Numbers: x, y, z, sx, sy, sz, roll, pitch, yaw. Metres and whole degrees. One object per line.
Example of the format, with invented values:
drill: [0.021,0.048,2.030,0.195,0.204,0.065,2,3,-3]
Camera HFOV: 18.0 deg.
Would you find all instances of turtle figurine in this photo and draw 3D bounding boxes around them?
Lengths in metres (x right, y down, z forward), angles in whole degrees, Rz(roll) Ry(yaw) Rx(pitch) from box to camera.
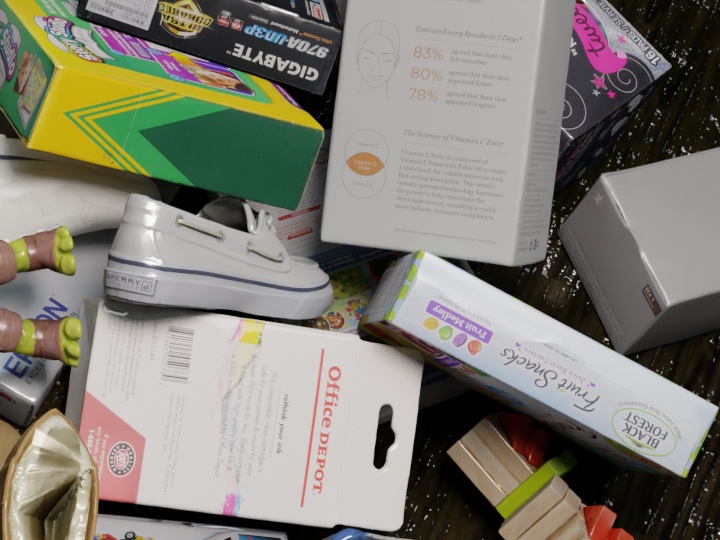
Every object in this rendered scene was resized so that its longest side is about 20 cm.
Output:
turtle figurine: [-0.240,0.028,1.264,0.161,0.064,0.200,-1,71,-21]

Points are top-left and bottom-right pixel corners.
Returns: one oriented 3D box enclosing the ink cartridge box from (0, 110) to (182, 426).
ink cartridge box: [-0.238,-0.033,1.384,0.200,0.043,0.196,31,56,-3]

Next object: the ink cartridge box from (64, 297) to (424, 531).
ink cartridge box: [-0.071,0.087,1.339,0.200,0.067,0.117,10,85,-16]

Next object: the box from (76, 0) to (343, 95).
box: [-0.097,-0.183,1.454,0.159,0.046,0.200,17,18,-11]

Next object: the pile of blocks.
pile of blocks: [0.131,0.157,1.374,0.082,0.062,0.200,19,33,-51]

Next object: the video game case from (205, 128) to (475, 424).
video game case: [0.000,0.000,1.470,0.143,0.018,0.200,-18,69,-29]

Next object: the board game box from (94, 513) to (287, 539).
board game box: [-0.104,0.239,1.281,0.126,0.035,0.200,8,59,-16]

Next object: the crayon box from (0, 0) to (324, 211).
crayon box: [-0.138,-0.112,1.375,0.172,0.058,0.200,12,18,-27]

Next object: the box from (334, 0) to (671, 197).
box: [0.082,-0.148,1.518,0.200,0.132,0.115,46,55,9]

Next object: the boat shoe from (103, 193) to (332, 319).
boat shoe: [-0.073,-0.010,1.338,0.074,0.200,0.067,13,94,27]

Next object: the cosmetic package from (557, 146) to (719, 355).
cosmetic package: [0.248,-0.023,1.540,0.200,0.090,0.107,-13,67,-24]

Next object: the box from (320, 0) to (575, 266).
box: [0.057,-0.110,1.393,0.124,0.097,0.200,8,94,16]

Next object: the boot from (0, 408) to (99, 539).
boot: [-0.184,0.124,1.215,0.066,0.200,0.175,8,60,-19]

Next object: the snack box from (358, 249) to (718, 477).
snack box: [0.103,0.058,1.379,0.200,0.142,0.053,28,85,-5]

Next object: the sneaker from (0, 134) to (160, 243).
sneaker: [-0.218,-0.035,1.334,0.200,0.076,0.081,4,72,-12]

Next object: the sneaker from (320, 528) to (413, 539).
sneaker: [0.055,0.204,1.333,0.200,0.085,0.077,18,57,-12]
